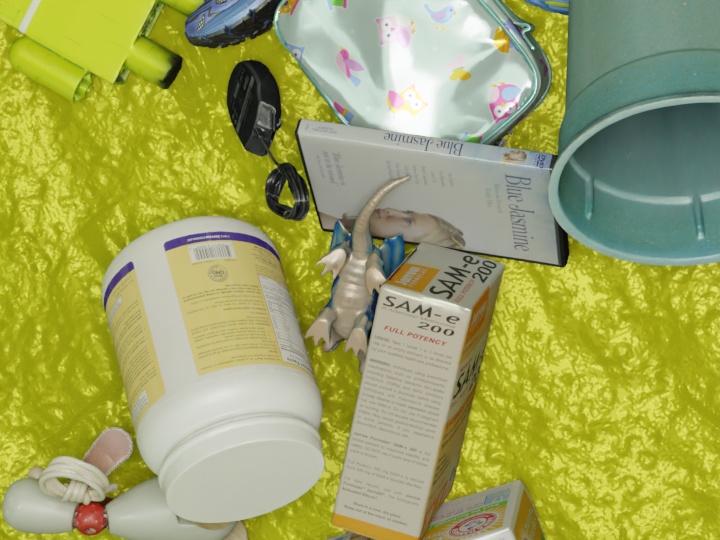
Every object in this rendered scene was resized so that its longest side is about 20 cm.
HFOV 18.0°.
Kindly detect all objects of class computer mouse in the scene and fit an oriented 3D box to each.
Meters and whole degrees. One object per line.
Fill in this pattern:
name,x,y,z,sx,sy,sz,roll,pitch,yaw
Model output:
computer mouse,-0.064,-0.100,1.745,0.034,0.200,0.059,6,125,-23

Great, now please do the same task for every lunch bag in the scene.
lunch bag,0.047,-0.169,1.754,0.160,0.077,0.200,-40,85,10

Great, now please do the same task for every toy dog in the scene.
toy dog,-0.175,0.171,1.813,0.200,0.097,0.132,19,140,-18

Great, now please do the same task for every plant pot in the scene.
plant pot,0.228,-0.140,1.623,0.200,0.200,0.197,-9,56,12

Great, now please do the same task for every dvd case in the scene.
dvd case,0.056,-0.057,1.711,0.199,0.143,0.018,9,61,13

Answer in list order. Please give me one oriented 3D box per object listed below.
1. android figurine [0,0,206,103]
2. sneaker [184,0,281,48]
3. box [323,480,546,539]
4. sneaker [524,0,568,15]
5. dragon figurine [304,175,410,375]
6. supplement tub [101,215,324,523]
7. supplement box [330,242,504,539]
android figurine,-0.220,-0.233,1.826,0.200,0.041,0.182,31,100,6
sneaker,-0.068,-0.254,1.781,0.200,0.075,0.078,-46,78,2
box,0.046,0.252,1.759,0.200,0.113,0.102,-19,101,12
sneaker,0.203,-0.243,1.727,0.199,0.071,0.083,-9,79,11
dragon figurine,0.000,0.000,1.750,0.059,0.099,0.200,12,115,5
supplement tub,-0.111,0.076,1.734,0.145,0.145,0.200,-25,59,12
supplement box,0.045,0.094,1.729,0.073,0.126,0.201,16,110,11
